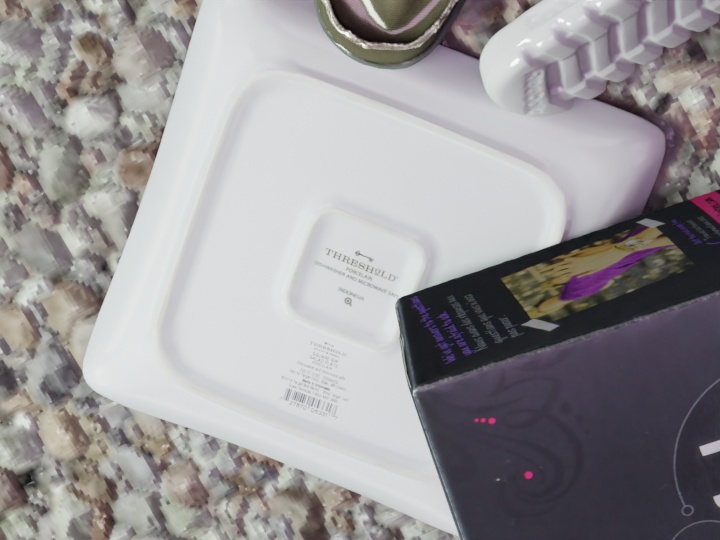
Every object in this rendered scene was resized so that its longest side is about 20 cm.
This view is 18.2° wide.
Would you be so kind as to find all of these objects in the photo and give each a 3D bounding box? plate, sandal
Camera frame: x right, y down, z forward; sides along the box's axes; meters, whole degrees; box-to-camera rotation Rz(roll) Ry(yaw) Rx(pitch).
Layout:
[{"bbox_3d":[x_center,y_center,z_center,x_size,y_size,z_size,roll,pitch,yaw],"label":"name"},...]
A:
[{"bbox_3d":[0.000,0.000,0.930,0.199,0.032,0.201,21,108,1],"label":"plate"},{"bbox_3d":[0.129,-0.131,0.858,0.202,0.082,0.050,-30,64,11],"label":"sandal"}]

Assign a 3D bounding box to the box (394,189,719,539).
[{"bbox_3d":[0.126,0.049,0.866,0.199,0.106,0.123,-19,109,4],"label":"box"}]

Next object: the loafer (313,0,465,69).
[{"bbox_3d":[0.020,-0.173,0.854,0.075,0.070,0.201,12,106,5],"label":"loafer"}]
